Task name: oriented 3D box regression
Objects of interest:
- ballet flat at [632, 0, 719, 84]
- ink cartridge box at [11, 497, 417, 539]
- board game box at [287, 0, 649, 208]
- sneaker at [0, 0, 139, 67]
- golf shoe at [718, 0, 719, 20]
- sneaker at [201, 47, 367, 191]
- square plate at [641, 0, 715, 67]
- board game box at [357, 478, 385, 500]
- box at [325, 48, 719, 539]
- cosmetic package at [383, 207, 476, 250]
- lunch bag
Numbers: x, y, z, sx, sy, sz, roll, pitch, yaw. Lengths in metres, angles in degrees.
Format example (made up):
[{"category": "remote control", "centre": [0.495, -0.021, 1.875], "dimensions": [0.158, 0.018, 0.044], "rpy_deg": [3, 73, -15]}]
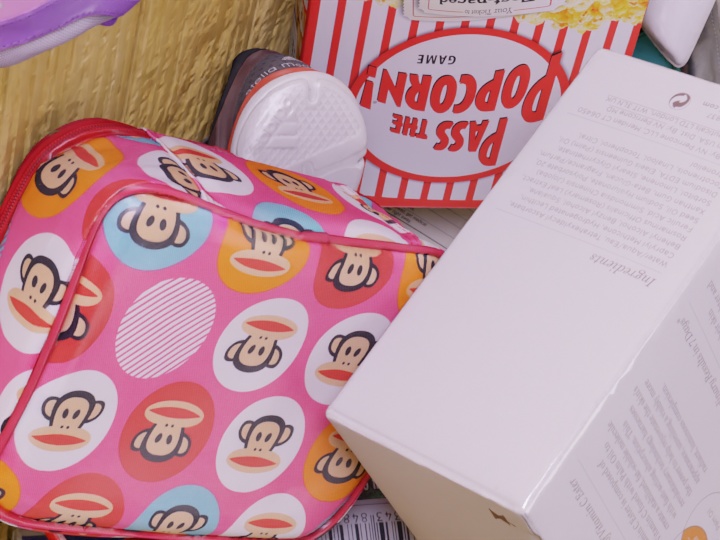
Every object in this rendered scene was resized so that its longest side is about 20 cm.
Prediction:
[{"category": "ballet flat", "centre": [0.146, -0.110, 1.039], "dimensions": [0.064, 0.067, 0.201], "rpy_deg": [31, 50, -47]}, {"category": "ink cartridge box", "centre": [-0.066, 0.162, 1.020], "dimensions": [0.200, 0.195, 0.044], "rpy_deg": [107, -23, -62]}, {"category": "board game box", "centre": [0.045, -0.108, 0.967], "dimensions": [0.201, 0.150, 0.047], "rpy_deg": [101, -14, -51]}, {"category": "sneaker", "centre": [-0.072, -0.127, 0.692], "dimensions": [0.200, 0.080, 0.089], "rpy_deg": [-39, 162, -42]}, {"category": "golf shoe", "centre": [0.180, -0.179, 1.146], "dimensions": [0.200, 0.092, 0.073], "rpy_deg": [52, 47, -53]}, {"category": "sneaker", "centre": [-0.047, -0.006, 0.965], "dimensions": [0.077, 0.082, 0.201], "rpy_deg": [4, 115, -28]}, {"category": "square plate", "centre": [0.126, -0.229, 0.984], "dimensions": [0.028, 0.198, 0.201], "rpy_deg": [-3, 131, -30]}, {"category": "board game box", "centre": [-0.058, 0.128, 1.029], "dimensions": [0.105, 0.198, 0.024], "rpy_deg": [103, -20, -62]}, {"category": "box", "centre": [0.106, 0.040, 0.889], "dimensions": [0.200, 0.106, 0.153], "rpy_deg": [-52, 139, -17]}, {"category": "cosmetic package", "centre": [0.000, 0.000, 1.106], "dimensions": [0.200, 0.103, 0.073], "rpy_deg": [-51, 164, -25]}, {"category": "lunch bag", "centre": [-0.069, 0.043, 0.863], "dimensions": [0.199, 0.082, 0.177], "rpy_deg": [14, 107, -43]}]
